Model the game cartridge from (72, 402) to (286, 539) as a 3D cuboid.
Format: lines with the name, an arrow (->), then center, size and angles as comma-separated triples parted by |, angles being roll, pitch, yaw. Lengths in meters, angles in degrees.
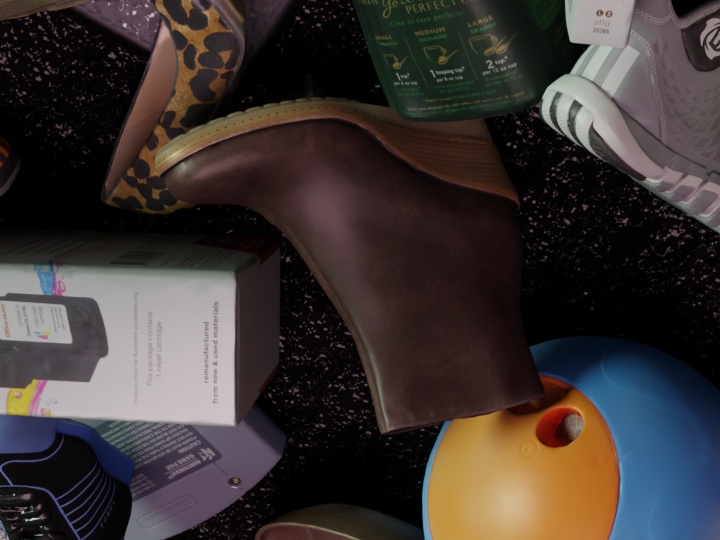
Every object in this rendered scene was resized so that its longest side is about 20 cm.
game cartridge -> -0.154, 0.123, 0.993 | 0.199, 0.041, 0.133 | -28, 116, 26

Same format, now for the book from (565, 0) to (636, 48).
book -> 0.112, -0.216, 0.631 | 0.047, 0.134, 0.201 | 6, 129, 1

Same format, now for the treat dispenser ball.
treat dispenser ball -> 0.135, 0.139, 0.861 | 0.198, 0.202, 0.202 | 3, 128, 4

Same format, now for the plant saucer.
plant saucer -> 0.025, 0.210, 0.998 | 0.199, 0.037, 0.201 | 23, 153, 12

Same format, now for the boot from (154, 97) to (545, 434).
boot -> 0.000, 0.000, 0.767 | 0.198, 0.168, 0.072 | -5, 169, -24

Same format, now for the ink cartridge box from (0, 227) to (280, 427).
ink cartridge box -> -0.153, 0.027, 0.836 | 0.198, 0.146, 0.084 | 2, 100, 6

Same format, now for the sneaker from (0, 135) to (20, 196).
sneaker -> -0.295, -0.079, 0.825 | 0.198, 0.078, 0.113 | -3, 129, 10

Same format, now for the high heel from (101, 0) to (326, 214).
high heel -> -0.119, -0.111, 0.778 | 0.141, 0.072, 0.200 | -24, 131, 16

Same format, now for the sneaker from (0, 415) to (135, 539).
sneaker -> -0.183, 0.134, 0.876 | 0.069, 0.079, 0.200 | -1, 161, 15

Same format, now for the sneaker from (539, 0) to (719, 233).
sneaker -> 0.177, -0.089, 0.743 | 0.199, 0.075, 0.116 | 20, 104, -54

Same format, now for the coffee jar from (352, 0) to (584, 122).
coffee jar -> 0.030, -0.172, 0.702 | 0.103, 0.086, 0.201 | -2, 130, 32

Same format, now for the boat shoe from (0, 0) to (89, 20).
boat shoe -> -0.155, -0.158, 0.719 | 0.200, 0.063, 0.074 | -17, 95, 42
